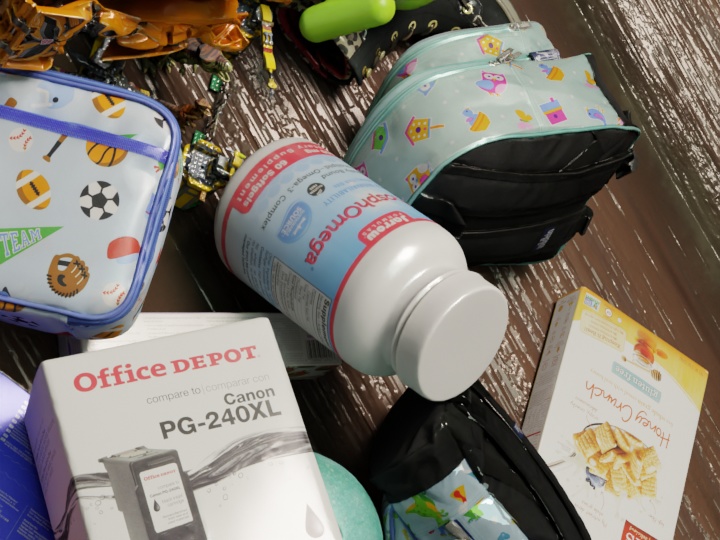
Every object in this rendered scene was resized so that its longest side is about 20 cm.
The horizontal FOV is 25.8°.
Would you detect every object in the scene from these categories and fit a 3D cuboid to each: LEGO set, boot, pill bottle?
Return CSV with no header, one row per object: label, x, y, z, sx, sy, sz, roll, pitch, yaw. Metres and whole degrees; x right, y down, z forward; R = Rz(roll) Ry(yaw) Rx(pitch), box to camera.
LEGO set,-0.121,-0.152,1.082,0.153,0.116,0.202,32,57,-20
boot,0.035,-0.188,1.241,0.204,0.073,0.154,47,61,-20
pill bottle,0.000,0.000,1.046,0.108,0.110,0.199,-21,42,-38

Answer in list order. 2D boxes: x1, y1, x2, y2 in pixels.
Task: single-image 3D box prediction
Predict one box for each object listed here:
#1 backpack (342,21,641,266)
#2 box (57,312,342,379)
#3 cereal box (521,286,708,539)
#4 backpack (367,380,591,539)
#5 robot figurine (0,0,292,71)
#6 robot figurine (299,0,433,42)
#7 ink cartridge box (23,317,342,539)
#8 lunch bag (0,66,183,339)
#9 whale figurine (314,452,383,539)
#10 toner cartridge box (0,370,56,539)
backpack,0.081,-0.086,1.163,0.198,0.176,0.154,-17,65,-37
box,-0.105,0.052,1.062,0.198,0.039,0.042,0,71,-35
cereal box,0.195,0.133,1.236,0.143,0.039,0.202,32,57,-20
backpack,0.089,0.183,1.078,0.199,0.154,0.163,40,11,-6
robot figurine,-0.141,-0.165,0.940,0.198,0.145,0.059,-12,77,-35
robot figurine,-0.005,-0.256,1.125,0.198,0.116,0.178,12,66,-22
ink cartridge box,-0.098,0.140,0.906,0.144,0.084,0.202,-10,65,-23
lunch bag,-0.212,-0.053,0.955,0.197,0.076,0.162,15,79,-1
whale figurine,-0.053,0.209,0.995,0.158,0.103,0.202,31,60,-21
toner cartridge box,-0.233,0.112,0.947,0.200,0.043,0.096,40,54,-15
